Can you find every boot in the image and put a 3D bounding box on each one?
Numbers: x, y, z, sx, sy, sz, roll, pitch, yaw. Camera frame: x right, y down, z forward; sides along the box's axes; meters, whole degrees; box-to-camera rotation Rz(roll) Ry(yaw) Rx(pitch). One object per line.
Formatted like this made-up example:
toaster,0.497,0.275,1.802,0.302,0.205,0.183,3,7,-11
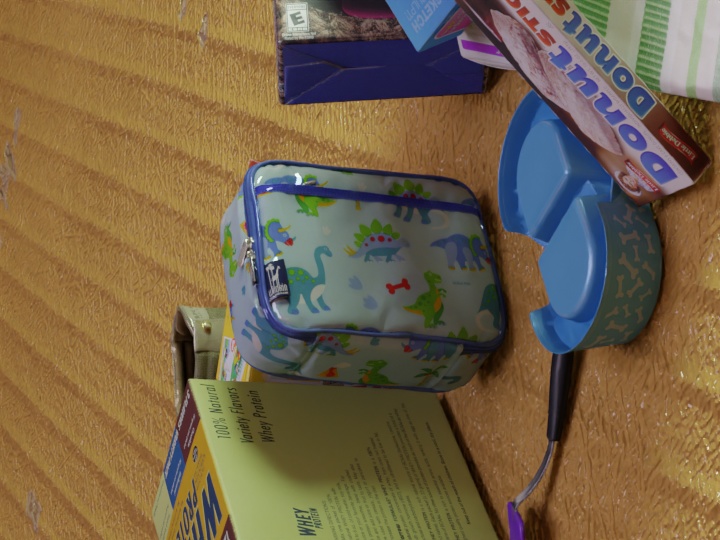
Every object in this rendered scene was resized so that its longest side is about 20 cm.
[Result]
boot,-0.076,0.033,1.950,0.072,0.154,0.201,-170,86,-68

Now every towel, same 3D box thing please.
towel,0.184,-0.190,1.465,0.200,0.023,0.153,16,101,47

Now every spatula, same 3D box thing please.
spatula,0.123,0.129,1.610,0.057,0.020,0.201,-119,40,-75

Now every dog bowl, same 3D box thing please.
dog bowl,0.146,-0.033,1.559,0.112,0.049,0.200,118,150,-42

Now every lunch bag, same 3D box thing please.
lunch bag,0.000,0.000,1.710,0.083,0.199,0.161,125,144,-49

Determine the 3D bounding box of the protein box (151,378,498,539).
protein box,-0.028,0.196,1.722,0.199,0.199,0.135,-113,33,-51

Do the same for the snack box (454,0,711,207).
snack box,0.132,-0.127,1.468,0.024,0.200,0.072,-46,9,-25

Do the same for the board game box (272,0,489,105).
board game box,0.011,-0.238,1.769,0.097,0.159,0.201,92,174,-66

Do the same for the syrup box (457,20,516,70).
syrup box,0.100,-0.242,1.569,0.081,0.079,0.201,20,129,52

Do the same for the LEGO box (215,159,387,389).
LEGO box,-0.022,0.024,1.827,0.077,0.148,0.201,-151,69,-67

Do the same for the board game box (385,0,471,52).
board game box,0.050,-0.254,1.517,0.153,0.040,0.200,58,150,10
